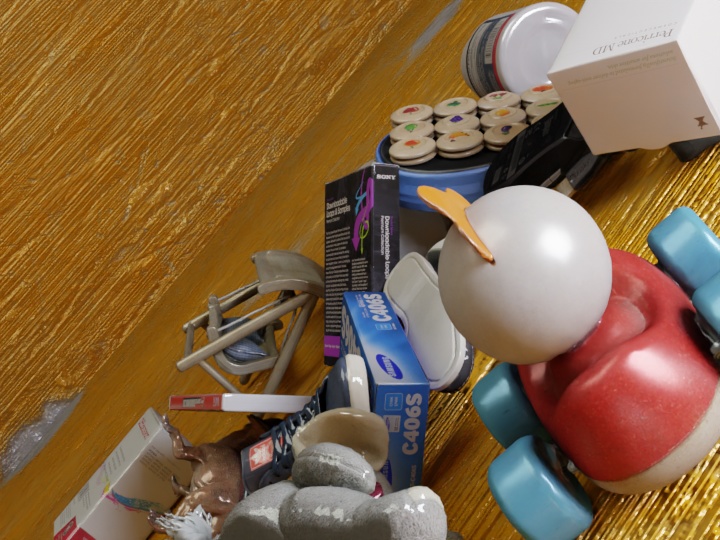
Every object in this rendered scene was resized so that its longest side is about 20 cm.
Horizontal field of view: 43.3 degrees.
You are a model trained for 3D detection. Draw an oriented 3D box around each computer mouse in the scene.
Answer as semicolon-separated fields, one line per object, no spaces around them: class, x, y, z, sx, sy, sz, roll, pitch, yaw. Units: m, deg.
computer mouse;0.179;-0.095;0.781;0.200;0.046;0.142;-41;23;42

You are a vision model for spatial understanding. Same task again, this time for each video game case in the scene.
video game case;-0.106;0.139;0.944;0.199;0.141;0.018;-17;69;63

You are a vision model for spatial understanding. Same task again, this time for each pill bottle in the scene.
pill bottle;0.194;-0.259;1.117;0.120;0.119;0.200;-47;15;1
pill bottle;0.043;-0.063;1.059;0.113;0.113;0.200;-45;15;7

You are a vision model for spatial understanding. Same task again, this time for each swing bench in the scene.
swing bench;-0.121;0.066;1.163;0.200;0.130;0.199;-47;14;1

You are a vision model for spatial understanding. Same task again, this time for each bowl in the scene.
bowl;0.108;-0.126;0.969;0.197;0.040;0.202;-10;28;5

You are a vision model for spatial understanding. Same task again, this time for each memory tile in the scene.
memory tile;0.126;-0.158;0.960;0.196;0.017;0.154;-8;29;8

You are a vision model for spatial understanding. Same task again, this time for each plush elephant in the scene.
plush elephant;-0.008;0.175;0.569;0.197;0.168;0.154;11;12;36

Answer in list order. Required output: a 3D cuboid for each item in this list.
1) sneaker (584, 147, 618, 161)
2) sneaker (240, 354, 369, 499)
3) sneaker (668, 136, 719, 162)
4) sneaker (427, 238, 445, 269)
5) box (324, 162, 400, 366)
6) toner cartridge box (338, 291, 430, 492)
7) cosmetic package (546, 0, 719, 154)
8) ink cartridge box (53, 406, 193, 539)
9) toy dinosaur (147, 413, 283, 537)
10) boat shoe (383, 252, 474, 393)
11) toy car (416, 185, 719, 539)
sneaker;0.241;-0.179;0.862;0.201;0.079;0.075;-51;16;-5
sneaker;-0.048;0.140;0.709;0.076;0.083;0.202;-97;19;-46
sneaker;0.265;-0.158;0.747;0.084;0.074;0.201;-40;16;26
sneaker;0.132;-0.031;0.810;0.080;0.071;0.200;-43;14;-19
box;0.000;0.000;0.942;0.143;0.035;0.204;174;95;-68
toner cartridge box;0.014;0.095;0.755;0.200;0.042;0.097;-115;26;-71
cosmetic package;0.229;-0.188;0.662;0.107;0.085;0.201;-6;44;46
ink cartridge box;-0.304;0.293;1.187;0.201;0.083;0.145;-50;15;-11
toy dinosaur;-0.137;0.220;0.930;0.133;0.087;0.202;-2;50;3
boat shoe;0.069;0.050;0.794;0.074;0.060;0.200;-52;22;10
toy car;0.106;0.012;0.517;0.184;0.200;0.177;-42;15;16
